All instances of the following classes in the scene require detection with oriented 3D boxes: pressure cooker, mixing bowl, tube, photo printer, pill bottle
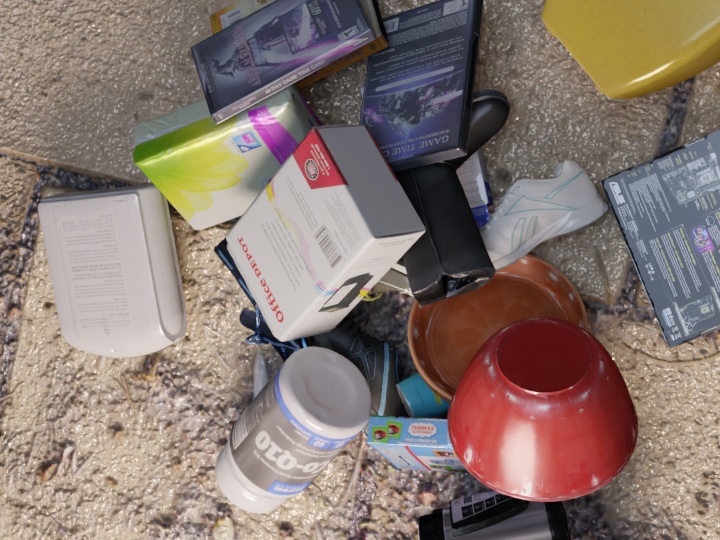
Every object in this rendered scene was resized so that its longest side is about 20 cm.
[{"bbox_3d":[0.136,0.336,1.646,0.199,0.176,0.179,-12,47,6],"label":"pressure cooker"},{"bbox_3d":[0.185,0.122,1.548,0.199,0.109,0.201,-3,46,4],"label":"mixing bowl"},{"bbox_3d":[0.139,0.109,1.712,0.199,0.050,0.078,-26,89,-6],"label":"tube"},{"bbox_3d":[-0.291,0.003,1.807,0.165,0.069,0.202,-5,100,29],"label":"photo printer"},{"bbox_3d":[-0.080,0.185,1.715,0.114,0.114,0.200,48,132,10],"label":"pill bottle"}]

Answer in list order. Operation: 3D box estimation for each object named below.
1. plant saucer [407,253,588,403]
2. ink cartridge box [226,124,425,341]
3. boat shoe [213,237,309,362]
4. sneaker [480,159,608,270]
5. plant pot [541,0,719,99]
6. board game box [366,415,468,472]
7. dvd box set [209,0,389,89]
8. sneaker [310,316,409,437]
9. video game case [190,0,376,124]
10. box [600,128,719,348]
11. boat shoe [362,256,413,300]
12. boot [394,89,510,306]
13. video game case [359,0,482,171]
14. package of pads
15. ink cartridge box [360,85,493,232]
[{"bbox_3d":[0.152,0.070,1.687,0.199,0.032,0.202,-3,59,5],"label":"plant saucer"},{"bbox_3d":[-0.042,-0.040,1.650,0.200,0.082,0.146,-47,64,40],"label":"ink cartridge box"},{"bbox_3d":[-0.111,0.049,1.780,0.068,0.084,0.201,-24,70,-4],"label":"boat shoe"},{"bbox_3d":[0.171,-0.054,1.681,0.199,0.070,0.081,-28,95,-8],"label":"sneaker"},{"bbox_3d":[0.307,-0.287,1.605,0.200,0.195,0.195,-42,80,18],"label":"plant pot"},{"bbox_3d":[0.121,0.195,1.674,0.198,0.151,0.037,2,73,15],"label":"board game box"},{"bbox_3d":[-0.073,-0.276,1.757,0.199,0.029,0.147,-24,56,14],"label":"dvd box set"},{"bbox_3d":[-0.002,0.096,1.759,0.082,0.073,0.201,-30,89,-2],"label":"sneaker"},{"bbox_3d":[-0.089,-0.253,1.695,0.199,0.019,0.143,-27,42,5],"label":"video game case"},{"bbox_3d":[0.373,-0.037,1.659,0.159,0.044,0.201,-24,84,14],"label":"box"},{"bbox_3d":[0.002,0.000,1.730,0.201,0.072,0.061,21,94,35],"label":"boat shoe"},{"bbox_3d":[0.108,-0.078,1.638,0.164,0.066,0.201,-29,51,24],"label":"boot"},{"bbox_3d":[0.063,-0.204,1.676,0.142,0.019,0.201,-11,61,36],"label":"video game case"},{"bbox_3d":[-0.140,-0.134,1.747,0.199,0.155,0.069,-19,53,14],"label":"package of pads"},{"bbox_3d":[0.079,-0.127,1.742,0.119,0.042,0.201,-14,84,15],"label":"ink cartridge box"}]
